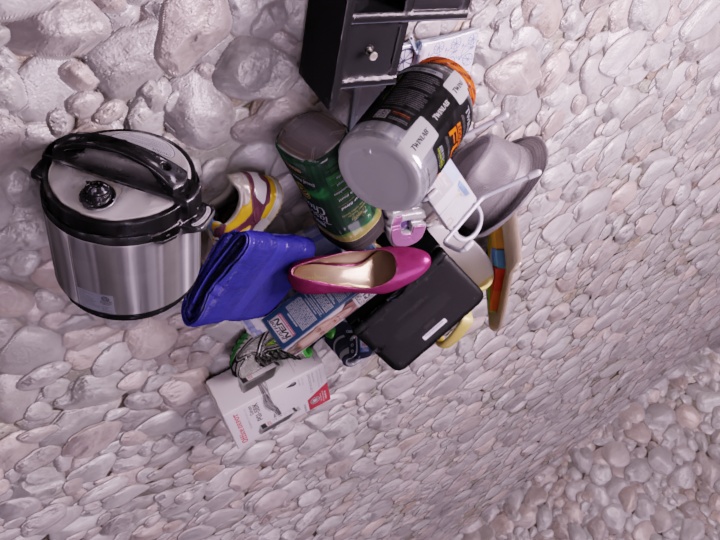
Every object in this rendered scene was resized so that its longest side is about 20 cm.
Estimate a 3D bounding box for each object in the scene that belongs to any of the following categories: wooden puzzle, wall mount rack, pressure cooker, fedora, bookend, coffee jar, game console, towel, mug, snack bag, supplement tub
[{"bbox_3d":[0.255,-0.016,1.370,0.037,0.185,0.200,4,140,-1],"label":"wooden puzzle"},{"bbox_3d":[0.161,-0.128,1.066,0.174,0.075,0.200,-48,127,-10],"label":"wall mount rack"},{"bbox_3d":[-0.266,-0.063,0.840,0.175,0.179,0.200,-15,141,-24],"label":"pressure cooker"},{"bbox_3d":[0.196,-0.150,1.185,0.090,0.177,0.200,28,127,-22],"label":"fedora"},{"bbox_3d":[0.044,-0.309,0.880,0.198,0.092,0.200,-11,137,-27],"label":"bookend"},{"bbox_3d":[-0.037,-0.116,1.021,0.085,0.104,0.200,-44,141,-15],"label":"coffee jar"},{"bbox_3d":[0.071,0.033,1.238,0.200,0.116,0.176,-42,112,10],"label":"game console"},{"bbox_3d":[-0.150,0.005,1.000,0.148,0.050,0.200,-52,162,14],"label":"towel"},{"bbox_3d":[0.131,0.033,1.322,0.153,0.149,0.187,-53,-175,38],"label":"mug"},{"bbox_3d":[-0.117,0.014,1.159,0.200,0.024,0.147,-28,130,-1],"label":"towel"},{"bbox_3d":[0.070,-0.246,1.053,0.199,0.021,0.189,-19,143,-24],"label":"snack bag"},{"bbox_3d":[0.066,-0.180,0.942,0.200,0.122,0.123,-56,159,-34],"label":"supplement tub"}]

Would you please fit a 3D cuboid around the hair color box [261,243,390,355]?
[{"bbox_3d":[-0.045,0.044,1.121,0.200,0.061,0.100,-37,166,-1],"label":"hair color box"}]

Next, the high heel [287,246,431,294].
[{"bbox_3d":[0.000,0.000,1.023,0.199,0.068,0.096,-14,170,2],"label":"high heel"}]

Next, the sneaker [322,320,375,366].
[{"bbox_3d":[0.001,0.082,1.307,0.070,0.109,0.200,-4,134,-39],"label":"sneaker"}]

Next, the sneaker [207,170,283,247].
[{"bbox_3d":[-0.187,-0.050,1.023,0.090,0.075,0.200,3,121,-46],"label":"sneaker"}]

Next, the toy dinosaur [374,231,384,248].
[{"bbox_3d":[-0.017,-0.056,1.192,0.199,0.058,0.101,-17,133,-1],"label":"toy dinosaur"}]

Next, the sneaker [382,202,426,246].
[{"bbox_3d":[0.052,-0.139,1.091,0.080,0.088,0.201,-9,117,-29],"label":"sneaker"}]

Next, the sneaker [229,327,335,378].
[{"bbox_3d":[-0.134,0.123,1.261,0.200,0.085,0.078,-33,146,-3],"label":"sneaker"}]

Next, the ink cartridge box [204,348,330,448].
[{"bbox_3d":[-0.165,0.221,1.351,0.200,0.083,0.147,-27,146,-14],"label":"ink cartridge box"}]
